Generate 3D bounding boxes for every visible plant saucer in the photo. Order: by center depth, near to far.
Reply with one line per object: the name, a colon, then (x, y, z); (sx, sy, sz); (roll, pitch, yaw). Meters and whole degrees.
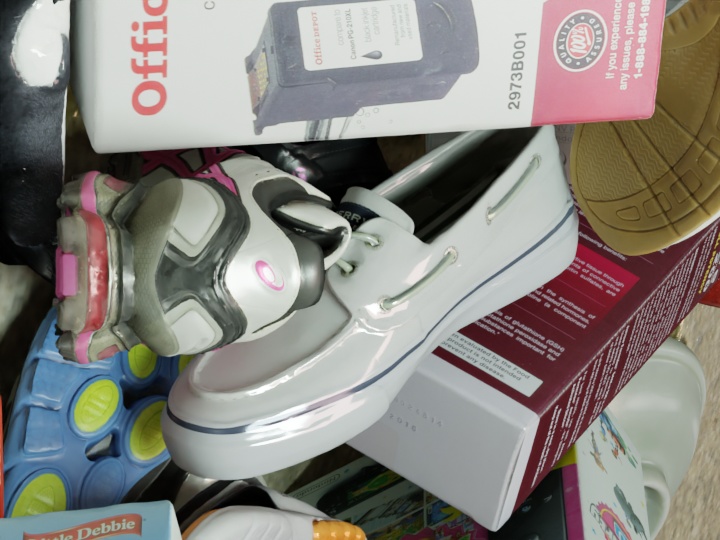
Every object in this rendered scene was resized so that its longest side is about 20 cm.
plant saucer: (0.087, 0.114, 1.246); (0.200, 0.050, 0.200); (-26, 148, -18)

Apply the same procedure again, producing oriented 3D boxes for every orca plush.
orca plush: (-0.132, -0.090, 0.869); (0.105, 0.071, 0.201); (-105, -162, -49)

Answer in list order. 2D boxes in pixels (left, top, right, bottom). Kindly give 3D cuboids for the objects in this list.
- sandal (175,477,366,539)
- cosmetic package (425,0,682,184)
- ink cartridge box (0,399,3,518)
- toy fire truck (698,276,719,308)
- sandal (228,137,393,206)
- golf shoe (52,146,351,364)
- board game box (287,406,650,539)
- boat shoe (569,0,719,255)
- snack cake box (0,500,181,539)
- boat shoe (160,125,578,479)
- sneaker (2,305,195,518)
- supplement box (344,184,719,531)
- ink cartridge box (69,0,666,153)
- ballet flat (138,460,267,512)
sandal: (-0.051, 0.105, 0.962); (0.079, 0.059, 0.207); (-56, 163, -6)
cosmetic package: (0.102, -0.168, 1.068); (0.200, 0.122, 0.201); (-67, 157, -53)
ink cartridge box: (-0.143, 0.056, 0.862); (0.109, 0.050, 0.201); (-100, -179, -50)
toy fire truck: (0.161, -0.019, 1.264); (0.200, 0.167, 0.113); (-9, 114, -58)
sandal: (-0.011, -0.030, 1.073); (0.075, 0.048, 0.200); (-47, 148, -2)
golf shoe: (-0.049, -0.005, 0.916); (0.200, 0.092, 0.073); (-81, 173, -80)
board game box: (0.041, 0.134, 1.082); (0.064, 0.147, 0.200); (55, 16, -23)
boat shoe: (0.146, -0.077, 0.956); (0.069, 0.071, 0.200); (-21, 159, -40)
snack cake box: (-0.144, 0.141, 0.817); (0.067, 0.199, 0.115); (-93, 174, -47)
boat shoe: (0.000, 0.000, 0.980); (0.200, 0.073, 0.067); (-36, 129, -37)
sneaker: (-0.114, 0.084, 0.974); (0.071, 0.083, 0.200); (30, 60, -19)
supplement box: (0.065, 0.007, 1.095); (0.200, 0.109, 0.061); (-42, 154, -44)
ink cartridge box: (0.000, -0.124, 0.903); (0.199, 0.084, 0.145); (-5, 122, -12)
ballet flat: (-0.063, 0.124, 1.073); (0.068, 0.068, 0.201); (-21, 124, -51)
